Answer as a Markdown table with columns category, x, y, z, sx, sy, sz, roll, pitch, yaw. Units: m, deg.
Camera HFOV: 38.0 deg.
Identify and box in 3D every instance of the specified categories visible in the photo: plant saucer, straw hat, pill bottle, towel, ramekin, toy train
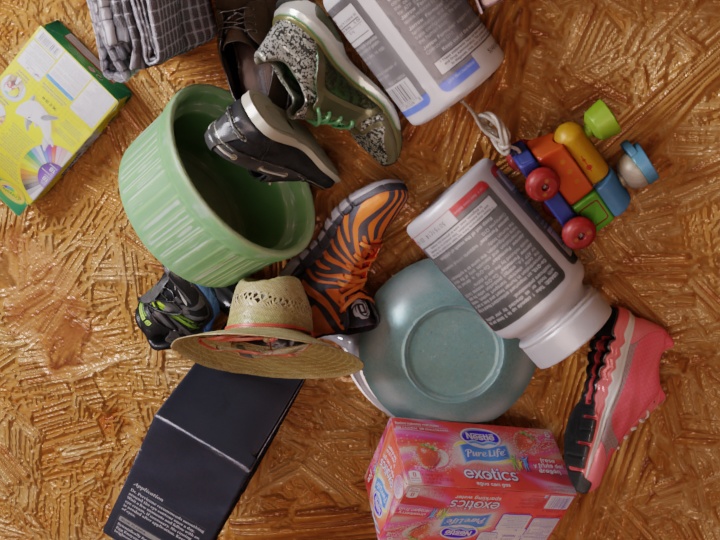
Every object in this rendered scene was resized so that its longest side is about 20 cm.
| category | x | y | z | sx | sy | sz | roll | pitch | yaw |
| --- | --- | --- | --- | --- | --- | --- | --- | --- | --- |
| plant saucer | 0.098 | 0.085 | 1.129 | 0.200 | 0.039 | 0.202 | 0 | 101 | -2 |
| straw hat | -0.089 | 0.048 | 1.050 | 0.200 | 0.201 | 0.085 | -1 | 73 | 13 |
| pill bottle | 0.152 | -0.004 | 1.061 | 0.114 | 0.114 | 0.200 | -41 | 92 | 24 |
| towel | -0.208 | -0.295 | 1.007 | 0.085 | 0.166 | 0.201 | -5 | 111 | 8 |
| pill bottle | 0.036 | -0.250 | 0.998 | 0.114 | 0.114 | 0.200 | -33 | 102 | 22 |
| ramekin | -0.149 | -0.080 | 1.067 | 0.098 | 0.200 | 0.200 | -32 | 102 | 29 |
| toy train | 0.198 | -0.124 | 1.011 | 0.116 | 0.085 | 0.200 | -36 | 119 | 11 |

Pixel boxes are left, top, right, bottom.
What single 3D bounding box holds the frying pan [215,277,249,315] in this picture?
| category | x | y | z | sx | sy | sz | roll | pitch | yaw |
| --- | --- | --- | --- | --- | --- | --- | --- | --- | --- |
| frying pan | -0.182 | -0.008 | 1.182 | 0.190 | 0.031 | 0.115 | 34 | 152 | 27 |

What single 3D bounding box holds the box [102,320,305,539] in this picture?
| category | x | y | z | sx | sy | sz | roll | pitch | yaw |
| --- | --- | --- | --- | --- | --- | --- | --- | --- | --- |
| box | -0.168 | 0.197 | 1.168 | 0.117 | 0.197 | 0.200 | 30 | 123 | 1 |

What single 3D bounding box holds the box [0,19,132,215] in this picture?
| category | x | y | z | sx | sy | sz | roll | pitch | yaw |
| --- | --- | --- | --- | --- | --- | --- | --- | --- | --- |
| box | -0.358 | -0.163 | 1.159 | 0.117 | 0.048 | 0.200 | 45 | 111 | -8 |

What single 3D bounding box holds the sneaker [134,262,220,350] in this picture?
| category | x | y | z | sx | sy | sz | roll | pitch | yaw |
| --- | --- | --- | --- | --- | --- | --- | --- | --- | --- |
| sneaker | -0.202 | 0.040 | 1.139 | 0.071 | 0.083 | 0.200 | 61 | 158 | 19 |

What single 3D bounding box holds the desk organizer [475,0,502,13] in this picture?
| category | x | y | z | sx | sy | sz | roll | pitch | yaw |
| --- | --- | --- | --- | --- | --- | --- | --- | --- | --- |
| desk organizer | 0.134 | -0.285 | 0.915 | 0.077 | 0.200 | 0.072 | -20 | 106 | 17 |

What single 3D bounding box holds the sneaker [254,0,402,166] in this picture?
| category | x | y | z | sx | sy | sz | roll | pitch | yaw |
| --- | --- | --- | --- | --- | --- | --- | --- | --- | --- |
| sneaker | -0.038 | -0.169 | 1.039 | 0.200 | 0.089 | 0.077 | 49 | 157 | -25 |

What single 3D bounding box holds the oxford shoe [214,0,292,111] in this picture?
| category | x | y | z | sx | sy | sz | roll | pitch | yaw |
| --- | --- | --- | --- | --- | --- | --- | --- | --- | --- |
| oxford shoe | -0.112 | -0.248 | 1.042 | 0.072 | 0.084 | 0.201 | -13 | 96 | 14 |

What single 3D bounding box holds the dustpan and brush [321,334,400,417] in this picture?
| category | x | y | z | sx | sy | sz | roll | pitch | yaw |
| --- | --- | --- | --- | --- | --- | --- | --- | --- | --- |
| dustpan and brush | 0.011 | 0.089 | 1.177 | 0.199 | 0.057 | 0.140 | 17 | 101 | -5 |

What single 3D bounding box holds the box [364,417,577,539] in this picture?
| category | x | y | z | sx | sy | sz | roll | pitch | yaw |
| --- | --- | --- | --- | --- | --- | --- | --- | --- | --- |
| box | 0.117 | 0.234 | 1.139 | 0.199 | 0.095 | 0.103 | 7 | 128 | -18 |

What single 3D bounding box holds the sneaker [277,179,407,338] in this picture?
| category | x | y | z | sx | sy | sz | roll | pitch | yaw |
| --- | --- | --- | --- | --- | --- | --- | --- | --- | --- |
| sneaker | 0.000 | 0.000 | 1.106 | 0.200 | 0.077 | 0.112 | -48 | 59 | 34 |

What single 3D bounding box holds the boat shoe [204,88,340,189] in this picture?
| category | x | y | z | sx | sy | sz | roll | pitch | yaw |
| --- | --- | --- | --- | --- | --- | --- | --- | --- | --- |
| boat shoe | -0.083 | -0.119 | 1.043 | 0.068 | 0.200 | 0.072 | -38 | 68 | 13 |

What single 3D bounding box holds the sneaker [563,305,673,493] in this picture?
| category | x | y | z | sx | sy | sz | roll | pitch | yaw |
| --- | --- | --- | --- | --- | --- | --- | --- | --- | --- |
| sneaker | 0.277 | 0.143 | 1.100 | 0.087 | 0.074 | 0.201 | 16 | 89 | -6 |
